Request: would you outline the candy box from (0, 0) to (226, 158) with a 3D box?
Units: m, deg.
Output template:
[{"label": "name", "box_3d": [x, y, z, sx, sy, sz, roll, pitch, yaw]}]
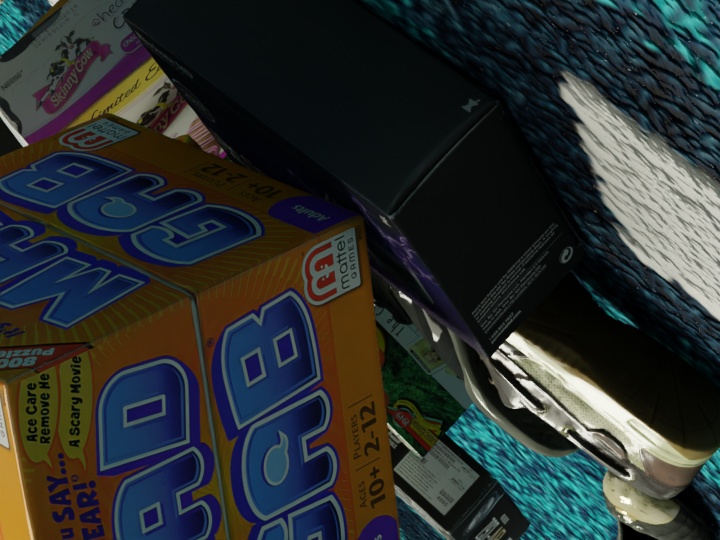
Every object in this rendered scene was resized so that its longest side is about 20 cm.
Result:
[{"label": "candy box", "box_3d": [-0.115, -0.088, 1.594, 0.061, 0.136, 0.200, 49, 176, 22]}]

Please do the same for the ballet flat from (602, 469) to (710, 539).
[{"label": "ballet flat", "box_3d": [0.179, 0.166, 1.805, 0.066, 0.057, 0.200, 38, 171, 23]}]

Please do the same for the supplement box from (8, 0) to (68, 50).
[{"label": "supplement box", "box_3d": [-0.218, -0.094, 1.874, 0.069, 0.200, 0.067, 46, 173, 4]}]

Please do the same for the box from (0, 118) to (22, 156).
[{"label": "box", "box_3d": [-0.175, 0.022, 1.755, 0.148, 0.124, 0.201, 21, -135, -53]}]

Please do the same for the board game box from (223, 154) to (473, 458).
[{"label": "board game box", "box_3d": [0.000, 0.000, 1.633, 0.200, 0.105, 0.023, 44, 176, -16]}]

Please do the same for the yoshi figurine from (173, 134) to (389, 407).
[{"label": "yoshi figurine", "box_3d": [-0.071, 0.037, 1.549, 0.112, 0.112, 0.200, -15, 115, 40]}]

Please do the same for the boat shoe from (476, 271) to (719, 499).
[{"label": "boat shoe", "box_3d": [0.090, 0.041, 1.460, 0.200, 0.073, 0.065, 41, 131, 18]}]

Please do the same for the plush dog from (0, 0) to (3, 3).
[{"label": "plush dog", "box_3d": [-0.252, -0.235, 1.647, 0.199, 0.160, 0.172, -12, 114, 47]}]

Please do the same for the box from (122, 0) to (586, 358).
[{"label": "box", "box_3d": [-0.003, -0.065, 1.403, 0.200, 0.079, 0.141, 38, 168, 36]}]

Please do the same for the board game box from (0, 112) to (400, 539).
[{"label": "board game box", "box_3d": [-0.125, 0.072, 1.379, 0.200, 0.199, 0.201, 22, 129, 45]}]

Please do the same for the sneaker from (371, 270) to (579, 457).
[{"label": "sneaker", "box_3d": [0.053, 0.013, 1.560, 0.199, 0.076, 0.114, 46, 174, -2]}]

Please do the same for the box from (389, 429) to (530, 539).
[{"label": "box", "box_3d": [0.007, 0.091, 1.758, 0.200, 0.044, 0.160, 41, 177, 18]}]
